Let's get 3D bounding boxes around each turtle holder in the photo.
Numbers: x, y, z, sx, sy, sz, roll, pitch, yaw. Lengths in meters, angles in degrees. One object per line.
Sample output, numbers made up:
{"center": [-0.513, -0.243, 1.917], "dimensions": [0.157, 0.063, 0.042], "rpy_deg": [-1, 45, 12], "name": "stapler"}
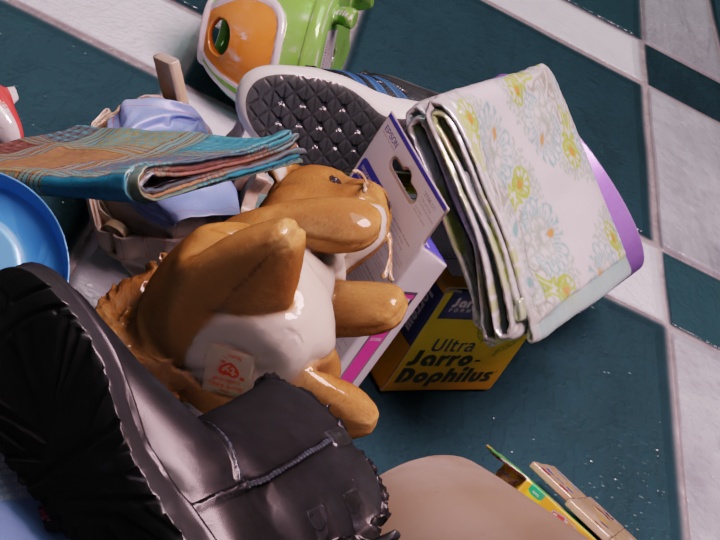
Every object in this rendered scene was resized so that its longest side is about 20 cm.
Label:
{"center": [-0.064, -0.209, 1.146], "dimensions": [0.132, 0.141, 0.186], "rpy_deg": [14, 43, 5], "name": "turtle holder"}

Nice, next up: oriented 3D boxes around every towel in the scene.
{"center": [-0.154, -0.067, 0.776], "dimensions": [0.200, 0.022, 0.147], "rpy_deg": [7, 17, 35], "name": "towel"}
{"center": [0.115, -0.050, 0.894], "dimensions": [0.200, 0.048, 0.171], "rpy_deg": [-25, 97, -56], "name": "towel"}

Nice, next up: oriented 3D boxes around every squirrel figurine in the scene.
{"center": [-0.069, 0.004, 0.787], "dimensions": [0.142, 0.200, 0.187], "rpy_deg": [60, 27, -27], "name": "squirrel figurine"}

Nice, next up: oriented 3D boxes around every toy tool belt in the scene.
{"center": [-0.120, -0.050, 0.909], "dimensions": [0.125, 0.123, 0.200], "rpy_deg": [-5, 48, -35], "name": "toy tool belt"}

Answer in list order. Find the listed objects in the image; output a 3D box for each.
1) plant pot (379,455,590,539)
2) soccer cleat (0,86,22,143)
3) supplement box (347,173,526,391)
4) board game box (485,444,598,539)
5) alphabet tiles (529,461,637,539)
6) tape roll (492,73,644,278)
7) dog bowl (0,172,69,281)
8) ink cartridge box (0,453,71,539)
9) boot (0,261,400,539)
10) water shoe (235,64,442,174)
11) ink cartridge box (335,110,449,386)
{"center": [0.063, 0.197, 0.695], "dimensions": [0.200, 0.200, 0.174], "rpy_deg": [3, 33, -35], "name": "plant pot"}
{"center": [-0.323, -0.131, 0.904], "dimensions": [0.200, 0.069, 0.085], "rpy_deg": [36, 43, 13], "name": "soccer cleat"}
{"center": [0.041, -0.016, 1.006], "dimensions": [0.109, 0.110, 0.200], "rpy_deg": [3, 43, -35], "name": "supplement box"}
{"center": [0.152, 0.186, 0.813], "dimensions": [0.200, 0.030, 0.096], "rpy_deg": [45, -2, 1], "name": "board game box"}
{"center": [0.181, 0.185, 0.855], "dimensions": [0.166, 0.006, 0.200], "rpy_deg": [43, 3, 16], "name": "alphabet tiles"}
{"center": [0.147, -0.063, 1.081], "dimensions": [0.200, 0.066, 0.200], "rpy_deg": [53, -4, 5], "name": "tape roll"}
{"center": [-0.252, 0.024, 0.700], "dimensions": [0.200, 0.050, 0.112], "rpy_deg": [-26, 80, -12], "name": "dog bowl"}
{"center": [-0.171, 0.139, 0.623], "dimensions": [0.076, 0.137, 0.200], "rpy_deg": [1, 45, -41], "name": "ink cartridge box"}
{"center": [-0.075, 0.078, 0.608], "dimensions": [0.198, 0.073, 0.162], "rpy_deg": [55, 27, 12], "name": "boot"}
{"center": [-0.005, -0.111, 0.955], "dimensions": [0.200, 0.072, 0.079], "rpy_deg": [11, 23, -27], "name": "water shoe"}
{"center": [0.000, 0.000, 0.873], "dimensions": [0.037, 0.200, 0.095], "rpy_deg": [4, 43, -35], "name": "ink cartridge box"}
